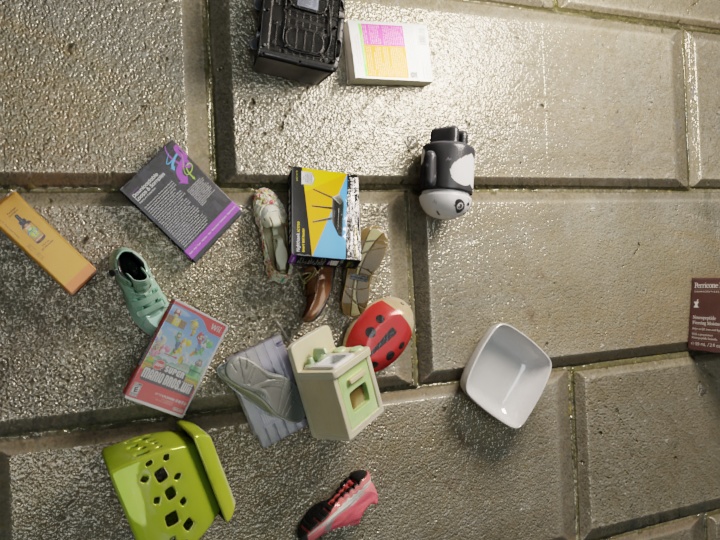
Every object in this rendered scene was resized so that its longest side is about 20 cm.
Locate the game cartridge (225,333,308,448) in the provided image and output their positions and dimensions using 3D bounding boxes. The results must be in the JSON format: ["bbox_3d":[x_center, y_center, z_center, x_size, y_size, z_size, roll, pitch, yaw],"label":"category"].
[{"bbox_3d":[-0.189,0.249,1.326,0.128,0.038,0.203,-23,98,-16],"label":"game cartridge"}]

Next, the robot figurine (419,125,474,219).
[{"bbox_3d":[0.195,-0.216,1.435,0.148,0.125,0.204,5,87,-14],"label":"robot figurine"}]

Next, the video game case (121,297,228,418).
[{"bbox_3d":[-0.353,0.171,1.236,0.143,0.017,0.202,36,75,-45],"label":"video game case"}]

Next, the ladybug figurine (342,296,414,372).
[{"bbox_3d":[0.044,0.145,1.398,0.136,0.072,0.200,47,74,-15],"label":"ladybug figurine"}]

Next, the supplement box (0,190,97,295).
[{"bbox_3d":[-0.573,-0.047,1.161,0.067,0.069,0.200,-46,106,-17],"label":"supplement box"}]

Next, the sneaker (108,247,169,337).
[{"bbox_3d":[-0.405,0.050,1.197,0.073,0.118,0.202,-33,102,-20],"label":"sneaker"}]

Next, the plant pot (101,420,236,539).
[{"bbox_3d":[-0.348,0.395,1.177,0.180,0.198,0.203,-22,97,-26],"label":"plant pot"}]

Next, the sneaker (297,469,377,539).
[{"bbox_3d":[-0.041,0.520,1.358,0.199,0.074,0.087,-36,103,-18],"label":"sneaker"}]

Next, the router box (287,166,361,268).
[{"bbox_3d":[-0.076,-0.108,1.326,0.147,0.051,0.203,4,66,-17],"label":"router box"}]

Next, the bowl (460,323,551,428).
[{"bbox_3d":[0.333,0.243,1.510,0.199,0.074,0.201,37,77,-17],"label":"bowl"}]

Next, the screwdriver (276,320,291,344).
[{"bbox_3d":[-0.128,0.192,1.355,0.029,0.028,0.201,-33,100,11],"label":"screwdriver"}]

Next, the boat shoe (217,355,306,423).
[{"bbox_3d":[-0.194,0.240,1.280,0.201,0.064,0.075,35,58,-23],"label":"boat shoe"}]

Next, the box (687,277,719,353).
[{"bbox_3d":[1.013,0.126,1.731,0.162,0.166,0.204,6,87,-20],"label":"box"}]

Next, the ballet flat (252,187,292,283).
[{"bbox_3d":[-0.173,-0.074,1.320,0.075,0.064,0.203,-14,94,-20],"label":"ballet flat"}]

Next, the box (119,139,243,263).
[{"bbox_3d":[-0.351,-0.135,1.266,0.200,0.036,0.143,47,73,-16],"label":"box"}]

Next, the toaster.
[{"bbox_3d":[-0.122,-0.496,1.317,0.197,0.118,0.184,6,88,-21],"label":"toaster"}]

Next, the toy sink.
[{"bbox_3d":[-0.045,0.223,1.308,0.130,0.111,0.203,-26,104,-50],"label":"toy sink"}]

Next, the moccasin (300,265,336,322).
[{"bbox_3d":[-0.092,0.008,1.345,0.077,0.074,0.204,18,82,-18],"label":"moccasin"}]

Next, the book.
[{"bbox_3d":[0.064,-0.486,1.432,0.197,0.048,0.136,-5,89,-23],"label":"book"}]

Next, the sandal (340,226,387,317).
[{"bbox_3d":[0.000,0.000,1.395,0.079,0.054,0.203,15,90,-11],"label":"sandal"}]
